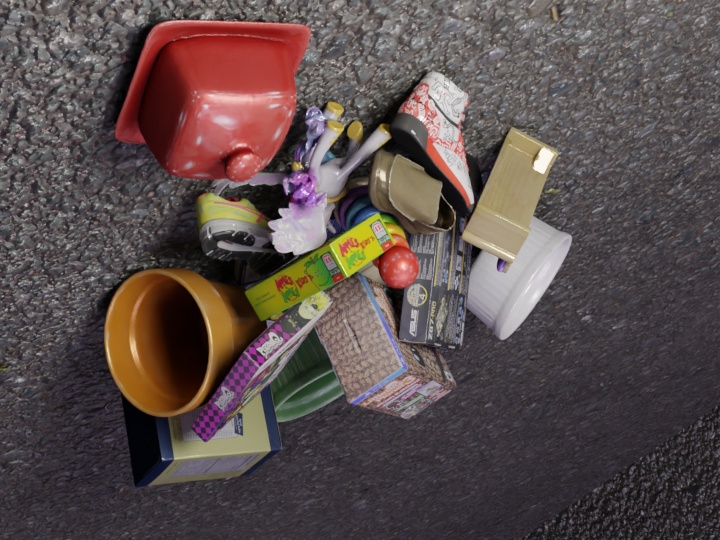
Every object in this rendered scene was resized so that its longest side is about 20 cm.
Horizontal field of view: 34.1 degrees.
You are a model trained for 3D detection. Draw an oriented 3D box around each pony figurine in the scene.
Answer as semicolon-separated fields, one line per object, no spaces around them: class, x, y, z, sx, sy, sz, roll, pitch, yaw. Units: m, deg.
pony figurine;-0.065;-0.112;1.497;0.191;0.167;0.202;-4;133;-47

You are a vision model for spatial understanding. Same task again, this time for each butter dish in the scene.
butter dish;-0.150;-0.166;1.306;0.197;0.150;0.200;-6;149;-31

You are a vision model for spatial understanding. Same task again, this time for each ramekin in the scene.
ramekin;0.247;0.002;1.896;0.201;0.097;0.201;-50;164;-19
ramekin;-0.083;0.159;1.963;0.198;0.099;0.200;-27;162;-9

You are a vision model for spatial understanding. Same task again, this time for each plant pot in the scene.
plant pot;-0.233;0.093;1.678;0.200;0.202;0.182;-39;164;28

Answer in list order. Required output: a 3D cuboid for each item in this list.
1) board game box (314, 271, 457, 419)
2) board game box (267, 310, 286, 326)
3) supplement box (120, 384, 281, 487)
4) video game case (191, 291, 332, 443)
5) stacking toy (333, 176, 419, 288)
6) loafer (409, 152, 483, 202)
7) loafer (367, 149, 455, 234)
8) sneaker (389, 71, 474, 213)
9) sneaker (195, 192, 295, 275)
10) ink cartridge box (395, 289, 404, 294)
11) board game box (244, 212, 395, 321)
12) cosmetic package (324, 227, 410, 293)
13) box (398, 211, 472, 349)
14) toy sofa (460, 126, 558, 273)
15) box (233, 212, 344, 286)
board game box;0.033;0.113;1.711;0.096;0.161;0.199;-34;154;16
board game box;-0.171;0.077;1.864;0.198;0.024;0.105;10;136;-48
supplement box;-0.250;0.210;1.813;0.197;0.203;0.134;0;155;-31
video game case;-0.136;0.129;1.617;0.181;0.036;0.201;-42;172;-47
stacking toy;0.025;-0.044;1.577;0.084;0.201;0.087;-9;125;-13
loafer;0.123;-0.135;1.677;0.070;0.074;0.200;-20;152;21
loafer;0.069;-0.100;1.503;0.066;0.077;0.200;3;167;25
sneaker;0.118;-0.168;1.533;0.109;0.067;0.202;-58;136;-16
sneaker;-0.147;-0.058;1.565;0.078;0.091;0.199;-37;153;18
ink cartridge box;0.038;0.022;1.857;0.198;0.088;0.145;-32;151;12
board game box;-0.055;-0.003;1.526;0.101;0.048;0.199;-35;-175;-42
cosmetic package;0.000;0.000;1.739;0.198;0.074;0.103;-33;154;13
box;0.114;0.009;1.695;0.048;0.204;0.161;5;176;22
toy sofa;0.206;-0.098;1.652;0.082;0.201;0.098;26;137;1
box;-0.085;-0.043;1.704;0.197;0.033;0.122;-14;152;-19
